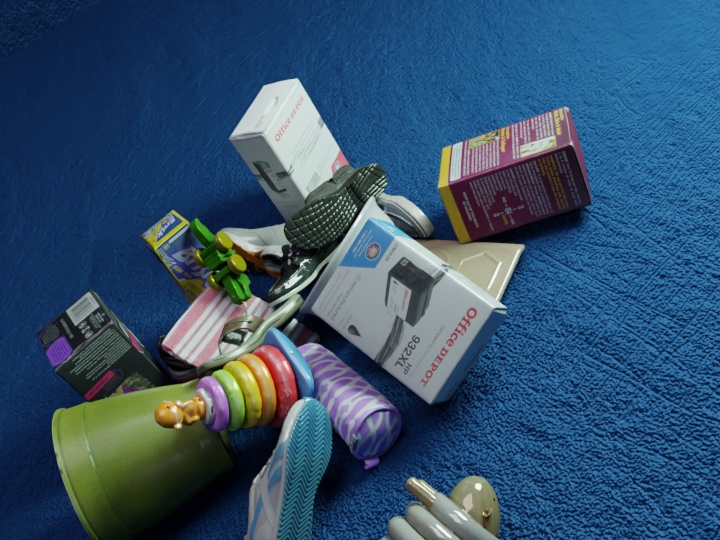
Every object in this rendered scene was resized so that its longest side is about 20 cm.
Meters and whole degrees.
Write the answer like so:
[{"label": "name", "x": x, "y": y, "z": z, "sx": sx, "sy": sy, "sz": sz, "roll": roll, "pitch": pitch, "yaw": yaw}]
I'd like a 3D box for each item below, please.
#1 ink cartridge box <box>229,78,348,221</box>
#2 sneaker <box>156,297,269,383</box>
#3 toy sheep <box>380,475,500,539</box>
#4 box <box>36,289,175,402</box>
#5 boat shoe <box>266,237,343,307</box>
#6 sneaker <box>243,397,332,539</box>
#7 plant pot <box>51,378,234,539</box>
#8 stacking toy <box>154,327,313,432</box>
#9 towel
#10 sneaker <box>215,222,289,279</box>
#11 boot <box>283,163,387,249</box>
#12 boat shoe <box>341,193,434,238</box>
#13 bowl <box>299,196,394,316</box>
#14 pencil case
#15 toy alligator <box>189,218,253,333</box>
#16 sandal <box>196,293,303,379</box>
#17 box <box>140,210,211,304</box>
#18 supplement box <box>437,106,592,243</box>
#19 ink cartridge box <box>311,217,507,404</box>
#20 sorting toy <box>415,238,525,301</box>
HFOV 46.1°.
[{"label": "ink cartridge box", "x": -0.119, "y": -0.205, "z": 1.464, "sx": 0.084, "sy": 0.201, "sz": 0.147, "roll": -1, "pitch": 48, "yaw": 33}, {"label": "sneaker", "x": -0.226, "y": 0.098, "z": 1.311, "sx": 0.199, "sy": 0.087, "sz": 0.081, "roll": -32, "pitch": 39, "yaw": 1}, {"label": "toy sheep", "x": 0.074, "y": 0.300, "z": 0.868, "sx": 0.201, "sy": 0.138, "sz": 0.138, "roll": -55, "pitch": 42, "yaw": -4}, {"label": "box", "x": -0.368, "y": 0.147, "z": 1.265, "sx": 0.106, "sy": 0.201, "sz": 0.122, "roll": -40, "pitch": 40, "yaw": -11}, {"label": "boat shoe", "x": -0.094, "y": -0.017, "z": 1.309, "sx": 0.074, "sy": 0.066, "sz": 0.199, "roll": -21, "pitch": 17, "yaw": 45}, {"label": "sneaker", "x": -0.093, "y": 0.252, "z": 1.029, "sx": 0.080, "sy": 0.076, "sz": 0.202, "roll": 2, "pitch": 73, "yaw": 45}, {"label": "plant pot", "x": -0.278, "y": 0.241, "z": 1.133, "sx": 0.191, "sy": 0.202, "sz": 0.201, "roll": -23, "pitch": 38, "yaw": -7}, {"label": "stacking toy", "x": -0.167, "y": 0.162, "z": 1.063, "sx": 0.198, "sy": 0.110, "sz": 0.116, "roll": -13, "pitch": 49, "yaw": -38}, {"label": "towel", "x": -0.176, "y": 0.107, "z": 1.253, "sx": 0.199, "sy": 0.030, "sz": 0.147, "roll": 29, "pitch": 61, "yaw": 15}, {"label": "sneaker", "x": -0.157, "y": -0.044, "z": 1.436, "sx": 0.198, "sy": 0.076, "sz": 0.092, "roll": 17, "pitch": 52, "yaw": 35}, {"label": "boot", "x": -0.056, "y": -0.100, "z": 1.338, "sx": 0.199, "sy": 0.068, "sz": 0.130, "roll": -38, "pitch": 19, "yaw": -22}, {"label": "boat shoe", "x": 0.031, "y": -0.069, "z": 1.331, "sx": 0.093, "sy": 0.075, "sz": 0.200, "roll": -46, "pitch": 30, "yaw": -9}, {"label": "bowl", "x": 0.000, "y": 0.000, "z": 1.227, "sx": 0.202, "sy": 0.090, "sz": 0.201, "roll": -58, "pitch": 1, "yaw": 2}, {"label": "pencil case", "x": -0.027, "y": 0.172, "z": 1.111, "sx": 0.083, "sy": 0.087, "sz": 0.200, "roll": -8, "pitch": 27, "yaw": -31}, {"label": "toy alligator", "x": -0.191, "y": 0.008, "z": 1.268, "sx": 0.059, "sy": 0.201, "sz": 0.054, "roll": -35, "pitch": -6, "yaw": 25}, {"label": "sandal", "x": -0.159, "y": 0.088, "z": 1.181, "sx": 0.201, "sy": 0.057, "sz": 0.080, "roll": -41, "pitch": -3, "yaw": -41}, {"label": "box", "x": -0.259, "y": 0.006, "z": 1.337, "sx": 0.070, "sy": 0.201, "sz": 0.064, "roll": -41, "pitch": 39, "yaw": -14}, {"label": "supplement box", "x": 0.222, "y": -0.138, "z": 1.227, "sx": 0.198, "sy": 0.104, "sz": 0.131, "roll": -16, "pitch": 29, "yaw": 20}, {"label": "ink cartridge box", "x": 0.061, "y": 0.050, "z": 1.068, "sx": 0.199, "sy": 0.084, "sz": 0.146, "roll": 37, "pitch": 99, "yaw": 19}, {"label": "sorting toy", "x": 0.119, "y": 0.032, "z": 1.194, "sx": 0.183, "sy": 0.037, "sz": 0.201, "roll": 5, "pitch": 47, "yaw": 37}]
